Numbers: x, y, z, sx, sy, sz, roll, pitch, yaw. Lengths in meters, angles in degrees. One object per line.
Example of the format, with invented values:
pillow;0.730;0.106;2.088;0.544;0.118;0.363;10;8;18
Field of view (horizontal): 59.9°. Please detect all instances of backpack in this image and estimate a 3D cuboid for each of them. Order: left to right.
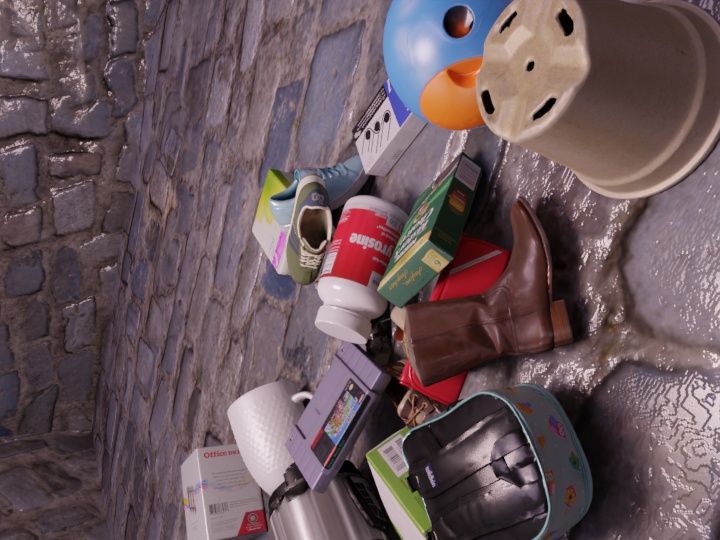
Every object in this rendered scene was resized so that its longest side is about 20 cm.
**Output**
backpack;0.160;0.224;0.696;0.201;0.150;0.179;-55;44;47

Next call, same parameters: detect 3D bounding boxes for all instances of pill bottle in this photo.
pill bottle;0.000;0.000;0.949;0.111;0.111;0.204;-11;56;56

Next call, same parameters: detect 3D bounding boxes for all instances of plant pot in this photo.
plant pot;0.219;-0.182;0.608;0.199;0.180;0.206;-8;80;56

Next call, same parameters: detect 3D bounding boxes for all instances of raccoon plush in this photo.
raccoon plush;-0.023;0.070;1.062;0.133;0.094;0.206;157;112;-63

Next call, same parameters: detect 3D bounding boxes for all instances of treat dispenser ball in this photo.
treat dispenser ball;0.124;-0.273;0.748;0.199;0.197;0.207;-7;81;57

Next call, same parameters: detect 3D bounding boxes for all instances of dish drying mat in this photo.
dish drying mat;0.117;0.058;0.768;0.018;0.075;0.204;71;-140;-81

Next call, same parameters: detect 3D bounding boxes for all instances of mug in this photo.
mug;-0.141;0.314;1.195;0.198;0.147;0.178;-35;63;15

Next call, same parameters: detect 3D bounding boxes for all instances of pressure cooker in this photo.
pressure cooker;-0.058;0.403;1.005;0.202;0.175;0.178;60;137;39

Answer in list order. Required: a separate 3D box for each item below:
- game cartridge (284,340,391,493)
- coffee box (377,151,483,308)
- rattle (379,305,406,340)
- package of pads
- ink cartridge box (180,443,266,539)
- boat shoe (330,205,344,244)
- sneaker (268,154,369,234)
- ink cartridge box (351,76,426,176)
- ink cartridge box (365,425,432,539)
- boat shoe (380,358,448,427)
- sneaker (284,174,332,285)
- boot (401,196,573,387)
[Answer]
game cartridge;-0.039;0.217;0.953;0.203;0.038;0.129;-60;28;1
coffee box;0.094;-0.057;0.822;0.123;0.044;0.202;-46;13;46
rattle;0.109;0.057;0.879;0.200;0.128;0.146;-133;68;-86
package of pads;-0.154;-0.097;1.297;0.201;0.067;0.157;51;127;47
ink cartridge box;-0.319;0.519;1.436;0.145;0.142;0.204;-45;51;46
boat shoe;-0.039;-0.096;1.116;0.200;0.065;0.076;-122;11;-62
sneaker;-0.069;-0.147;1.065;0.198;0.083;0.074;-38;38;-5
ink cartridge box;0.060;-0.251;0.993;0.200;0.043;0.096;-47;51;45
ink cartridge box;0.091;0.345;0.878;0.148;0.075;0.203;42;155;48
boat shoe;0.082;0.200;0.895;0.201;0.071;0.073;51;128;47
sneaker;-0.085;-0.047;1.028;0.091;0.065;0.204;-111;26;-55
boot;0.130;0.024;0.736;0.195;0.064;0.191;-16;71;11
